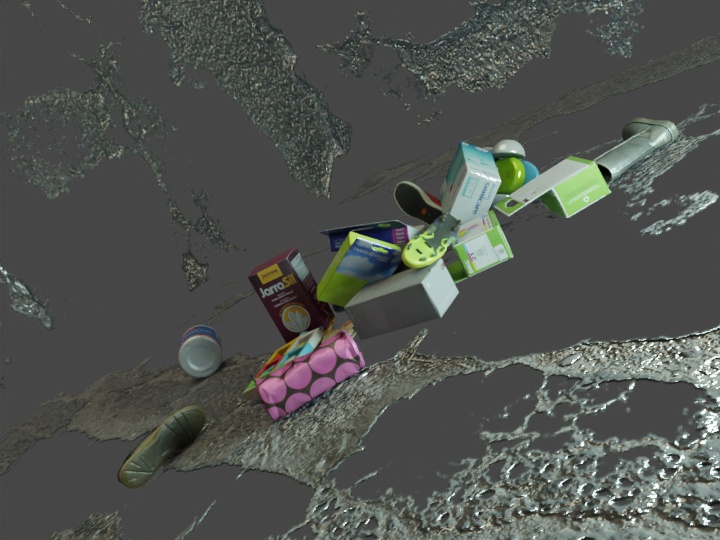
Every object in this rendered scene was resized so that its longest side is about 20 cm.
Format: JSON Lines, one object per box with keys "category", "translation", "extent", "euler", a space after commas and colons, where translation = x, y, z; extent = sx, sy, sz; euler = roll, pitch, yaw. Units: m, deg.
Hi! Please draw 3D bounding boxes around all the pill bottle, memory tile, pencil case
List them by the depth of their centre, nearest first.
{"category": "pencil case", "translation": [-0.092, 0.182, 1.191], "extent": [0.199, 0.091, 0.094], "euler": [-28, 6, -3]}
{"category": "memory tile", "translation": [-0.092, 0.169, 1.357], "extent": [0.200, 0.017, 0.153], "euler": [-30, 12, 21]}
{"category": "pill bottle", "translation": [-0.427, 0.208, 1.774], "extent": [0.112, 0.113, 0.200], "euler": [-31, 13, -9]}

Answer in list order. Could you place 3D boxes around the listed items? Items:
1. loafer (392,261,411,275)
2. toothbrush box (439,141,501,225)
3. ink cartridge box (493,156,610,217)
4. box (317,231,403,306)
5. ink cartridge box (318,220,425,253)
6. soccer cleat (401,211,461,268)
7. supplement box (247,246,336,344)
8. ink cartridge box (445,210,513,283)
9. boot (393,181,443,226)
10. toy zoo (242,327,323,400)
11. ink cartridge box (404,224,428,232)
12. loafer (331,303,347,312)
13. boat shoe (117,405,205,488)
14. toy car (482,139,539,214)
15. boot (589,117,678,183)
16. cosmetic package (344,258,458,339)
{"category": "loafer", "translation": [0.100, 0.012, 1.417], "extent": [0.069, 0.076, 0.200], "euler": [-2, -8, -29]}
{"category": "toothbrush box", "translation": [0.252, -0.193, 1.551], "extent": [0.200, 0.085, 0.147], "euler": [-86, 14, -59]}
{"category": "ink cartridge box", "translation": [0.398, -0.152, 1.405], "extent": [0.200, 0.076, 0.148], "euler": [-32, 12, 6]}
{"category": "box", "translation": [0.000, 0.000, 1.393], "extent": [0.200, 0.121, 0.048], "euler": [-56, 28, 39]}
{"category": "ink cartridge box", "translation": [0.041, -0.059, 1.445], "extent": [0.196, 0.044, 0.200], "euler": [-6, -10, 31]}
{"category": "soccer cleat", "translation": [0.137, -0.046, 1.316], "extent": [0.200, 0.065, 0.084], "euler": [-42, -12, -47]}
{"category": "supplement box", "translation": [-0.154, 0.064, 1.521], "extent": [0.110, 0.201, 0.086], "euler": [-25, 14, 17]}
{"category": "ink cartridge box", "translation": [0.208, -0.037, 1.399], "extent": [0.199, 0.076, 0.148], "euler": [-25, 13, 13]}
{"category": "boot", "translation": [0.187, -0.156, 1.681], "extent": [0.144, 0.200, 0.073], "euler": [-3, -54, -53]}
{"category": "toy zoo", "translation": [-0.152, 0.183, 1.375], "extent": [0.131, 0.021, 0.200], "euler": [-30, 12, 27]}
{"category": "ink cartridge box", "translation": [0.074, -0.031, 1.660], "extent": [0.200, 0.083, 0.147], "euler": [-33, 14, -14]}
{"category": "loafer", "translation": [-0.033, 0.073, 1.563], "extent": [0.072, 0.073, 0.200], "euler": [-50, 7, 8]}
{"category": "boat shoe", "translation": [-0.389, 0.333, 1.284], "extent": [0.065, 0.073, 0.200], "euler": [-8, 24, 47]}
{"category": "toy car", "translation": [0.367, -0.221, 1.660], "extent": [0.149, 0.176, 0.200], "euler": [8, -5, -21]}
{"category": "boot", "translation": [0.591, -0.267, 1.509], "extent": [0.200, 0.073, 0.182], "euler": [-38, 11, -5]}
{"category": "cosmetic package", "translation": [0.079, 0.057, 1.303], "extent": [0.199, 0.090, 0.107], "euler": [-16, 18, 37]}
